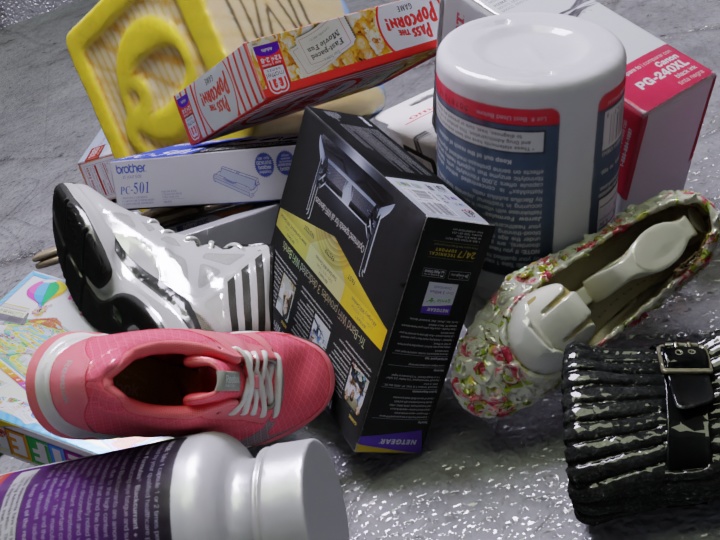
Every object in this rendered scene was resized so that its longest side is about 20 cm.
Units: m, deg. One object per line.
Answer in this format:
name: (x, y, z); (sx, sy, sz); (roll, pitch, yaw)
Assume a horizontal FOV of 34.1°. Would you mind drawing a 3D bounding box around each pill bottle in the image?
pill bottle: (-0.110, 0.150, 0.635); (0.197, 0.113, 0.112); (-13, 25, 13)
pill bottle: (0.108, -0.054, 0.771); (0.117, 0.203, 0.120); (-2, 33, 1)

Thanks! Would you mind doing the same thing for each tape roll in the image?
tape roll: (-0.126, -0.008, 0.960); (0.197, 0.067, 0.200); (-16, 9, 3)

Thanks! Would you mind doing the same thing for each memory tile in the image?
memory tile: (-0.203, -0.042, 1.110); (0.198, 0.017, 0.153); (-16, 3, 33)

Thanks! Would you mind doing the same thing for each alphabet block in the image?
alphabet block: (-0.128, -0.192, 1.133); (0.194, 0.199, 0.199); (-30, -6, 39)

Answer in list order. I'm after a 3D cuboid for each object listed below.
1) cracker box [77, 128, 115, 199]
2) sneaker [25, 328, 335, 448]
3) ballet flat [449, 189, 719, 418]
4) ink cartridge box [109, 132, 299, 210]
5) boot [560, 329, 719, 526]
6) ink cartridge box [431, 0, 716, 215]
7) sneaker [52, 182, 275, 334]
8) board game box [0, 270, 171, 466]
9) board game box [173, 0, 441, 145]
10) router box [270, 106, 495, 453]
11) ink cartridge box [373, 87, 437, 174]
cracker box: (-0.222, -0.152, 1.392); (0.197, 0.058, 0.134); (-14, 25, 8)
sneaker: (-0.083, 0.070, 0.667); (0.198, 0.075, 0.086); (2, -7, -39)
ballet flat: (0.136, 0.012, 0.700); (0.199, 0.076, 0.064); (-38, -4, -11)
ink cartridge box: (-0.100, -0.083, 0.957); (0.197, 0.045, 0.094); (-2, 13, 33)
boot: (0.192, 0.052, 0.661); (0.155, 0.080, 0.212); (-9, 27, 20)
ink cartridge box: (0.151, -0.125, 0.886); (0.083, 0.146, 0.200); (-30, 54, -27)
sneaker: (-0.127, 0.001, 0.801); (0.114, 0.076, 0.201); (-18, 47, -33)
board game box: (-0.177, 0.074, 0.780); (0.197, 0.035, 0.135); (15, 41, 21)
board game box: (-0.033, -0.165, 0.946); (0.198, 0.047, 0.151); (-22, 4, -30)
router box: (0.000, 0.000, 0.779); (0.052, 0.159, 0.200); (6, 23, -28)
ink cartridge box: (0.104, -0.116, 1.078); (0.115, 0.069, 0.200); (-25, 26, -14)
